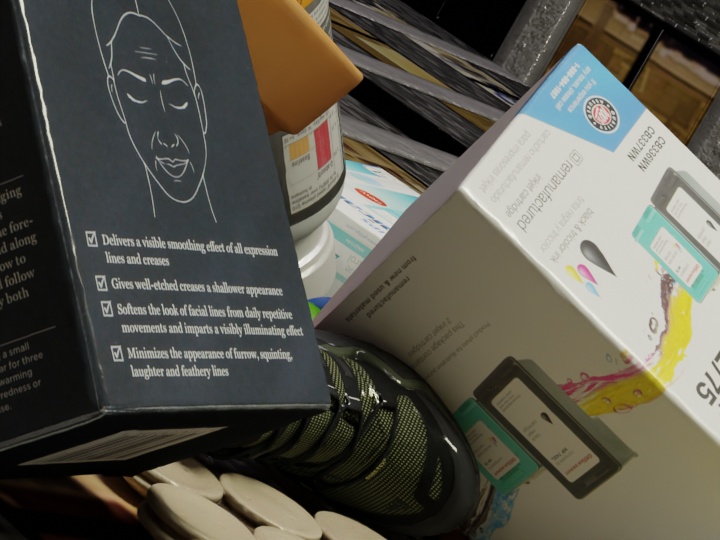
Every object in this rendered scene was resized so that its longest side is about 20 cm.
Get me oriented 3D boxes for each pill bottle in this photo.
[{"bbox_3d":[-0.067,-0.078,1.404,0.116,0.201,0.117,-4,32,3],"label":"pill bottle"}]

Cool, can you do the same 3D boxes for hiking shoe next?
[{"bbox_3d":[-0.038,0.061,1.176,0.200,0.076,0.101,35,24,-7],"label":"hiking shoe"}]

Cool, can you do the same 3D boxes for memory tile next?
[{"bbox_3d":[-0.005,0.130,1.117,0.199,0.017,0.153,26,11,-28],"label":"memory tile"}]

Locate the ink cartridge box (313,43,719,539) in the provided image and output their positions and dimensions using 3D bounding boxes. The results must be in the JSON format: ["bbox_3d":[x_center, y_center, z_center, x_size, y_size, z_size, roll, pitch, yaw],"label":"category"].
[{"bbox_3d":[0.103,0.036,1.261,0.200,0.146,0.147,44,40,-3],"label":"ink cartridge box"}]

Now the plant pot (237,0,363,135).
[{"bbox_3d":[-0.116,-0.110,1.211,0.200,0.140,0.200,47,2,-3],"label":"plant pot"}]

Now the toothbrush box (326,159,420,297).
[{"bbox_3d":[0.000,0.000,1.582,0.146,0.086,0.200,35,12,26],"label":"toothbrush box"}]

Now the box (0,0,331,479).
[{"bbox_3d":[-0.111,-0.030,1.020,0.148,0.107,0.201,4,70,-59],"label":"box"}]

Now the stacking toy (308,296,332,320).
[{"bbox_3d":[-0.038,0.041,1.297,0.199,0.086,0.085,16,17,-42],"label":"stacking toy"}]
